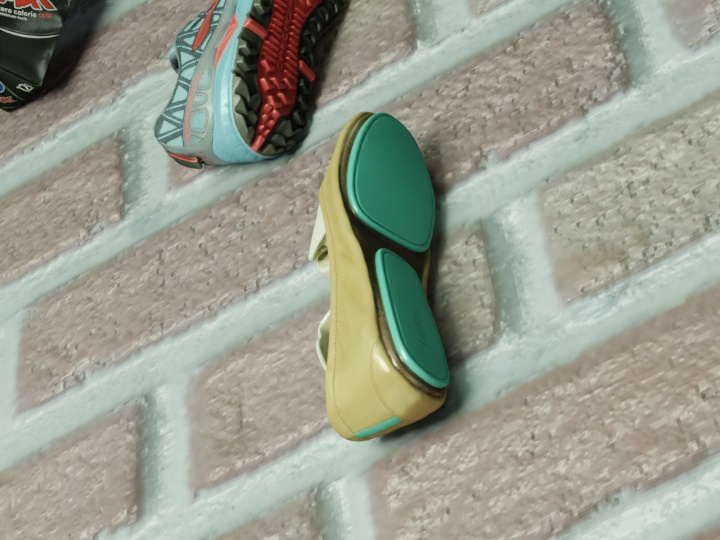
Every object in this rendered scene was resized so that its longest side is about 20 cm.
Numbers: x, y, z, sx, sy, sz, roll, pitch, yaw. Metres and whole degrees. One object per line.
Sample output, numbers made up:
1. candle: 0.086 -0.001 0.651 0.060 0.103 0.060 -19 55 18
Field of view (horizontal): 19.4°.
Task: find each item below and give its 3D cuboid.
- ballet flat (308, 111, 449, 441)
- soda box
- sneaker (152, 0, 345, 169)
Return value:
1. ballet flat: 0.000 0.000 1.030 0.063 0.068 0.201 -38 33 27
2. soda box: -0.217 -0.211 1.392 0.071 0.063 0.201 -25 46 60
3. sneaker: -0.073 -0.145 1.230 0.095 0.079 0.201 -15 44 34
